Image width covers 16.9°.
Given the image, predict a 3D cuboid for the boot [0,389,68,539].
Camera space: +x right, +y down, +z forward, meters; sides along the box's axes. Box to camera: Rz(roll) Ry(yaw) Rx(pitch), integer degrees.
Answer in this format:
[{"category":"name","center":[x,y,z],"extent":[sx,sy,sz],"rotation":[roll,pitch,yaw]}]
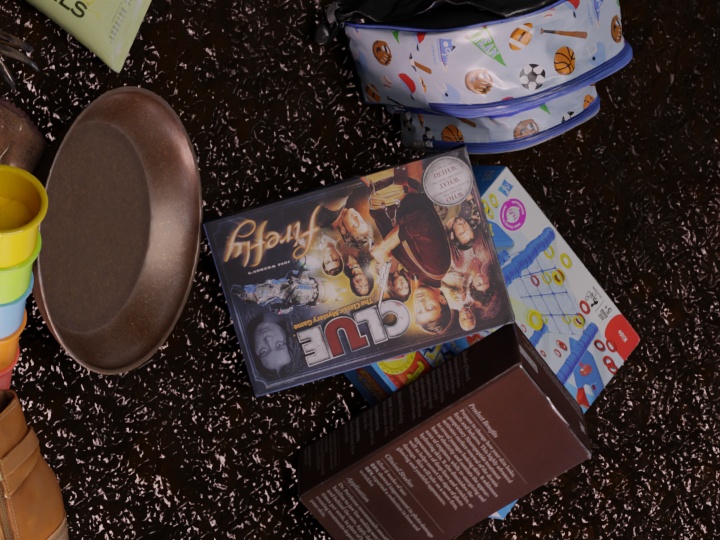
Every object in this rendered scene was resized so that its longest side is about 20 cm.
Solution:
[{"category":"boot","center":[-0.279,0.184,1.625],"extent":[0.200,0.077,0.155],"rotation":[-32,124,-34]}]

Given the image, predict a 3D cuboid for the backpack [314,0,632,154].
[{"category":"backpack","center":[0.102,-0.169,1.812],"extent":[0.200,0.190,0.154],"rotation":[-33,109,-29]}]

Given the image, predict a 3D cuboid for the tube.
[{"category":"tube","center":[-0.226,-0.219,1.682],"extent":[0.058,0.052,0.200],"rotation":[-42,127,20]}]

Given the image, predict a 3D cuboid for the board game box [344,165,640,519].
[{"category":"board game box","center":[0.097,0.056,1.898],"extent":[0.200,0.056,0.196],"rotation":[50,67,-24]}]

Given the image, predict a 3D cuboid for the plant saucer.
[{"category":"plant saucer","center":[-0.178,-0.029,1.690],"extent":[0.200,0.037,0.201],"rotation":[-17,110,-60]}]

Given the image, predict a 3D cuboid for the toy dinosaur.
[{"category":"toy dinosaur","center":[-0.254,-0.093,1.650],"extent":[0.136,0.086,0.200],"rotation":[-53,123,-28]}]

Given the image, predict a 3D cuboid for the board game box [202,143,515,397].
[{"category":"board game box","center":[0.000,0.000,1.777],"extent":[0.200,0.035,0.136],"rotation":[-17,96,2]}]

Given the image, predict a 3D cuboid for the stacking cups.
[{"category":"stacking cups","center":[-0.242,0.020,1.604],"extent":[0.060,0.061,0.200],"rotation":[-25,148,-30]}]

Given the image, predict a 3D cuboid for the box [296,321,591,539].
[{"category":"box","center":[0.060,0.135,1.805],"extent":[0.200,0.075,0.100],"rotation":[-31,115,15]}]
